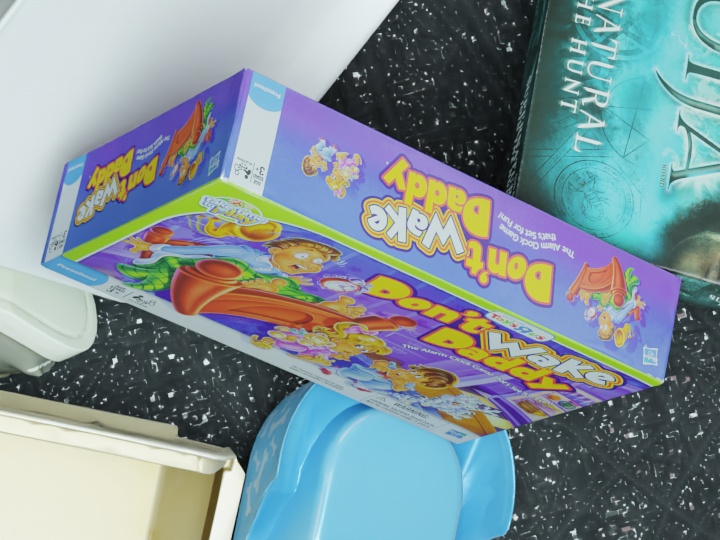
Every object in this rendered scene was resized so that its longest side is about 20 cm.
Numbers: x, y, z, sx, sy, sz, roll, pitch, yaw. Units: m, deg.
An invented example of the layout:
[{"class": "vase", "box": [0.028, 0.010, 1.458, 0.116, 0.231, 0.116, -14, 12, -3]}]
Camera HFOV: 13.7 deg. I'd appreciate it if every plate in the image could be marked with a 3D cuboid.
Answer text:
[{"class": "plate", "box": [-0.084, -0.083, 1.148, 0.200, 0.199, 0.032, -51, 61, 13]}]

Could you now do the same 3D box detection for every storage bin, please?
[{"class": "storage bin", "box": [-0.161, 0.150, 1.200, 0.198, 0.094, 0.201, 12, 92, -8]}]

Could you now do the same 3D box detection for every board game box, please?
[{"class": "board game box", "box": [0.000, 0.000, 1.121, 0.200, 0.134, 0.045, 24, 65, -27]}, {"class": "board game box", "box": [0.133, -0.084, 1.179, 0.135, 0.028, 0.201, 15, 66, -9]}]

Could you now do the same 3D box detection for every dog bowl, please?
[{"class": "dog bowl", "box": [-0.005, 0.132, 1.219, 0.111, 0.050, 0.201, 16, 79, -28]}]

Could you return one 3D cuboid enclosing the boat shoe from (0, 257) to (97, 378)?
[{"class": "boat shoe", "box": [-0.189, -0.016, 1.162, 0.060, 0.072, 0.202, -27, 134, 27]}]
